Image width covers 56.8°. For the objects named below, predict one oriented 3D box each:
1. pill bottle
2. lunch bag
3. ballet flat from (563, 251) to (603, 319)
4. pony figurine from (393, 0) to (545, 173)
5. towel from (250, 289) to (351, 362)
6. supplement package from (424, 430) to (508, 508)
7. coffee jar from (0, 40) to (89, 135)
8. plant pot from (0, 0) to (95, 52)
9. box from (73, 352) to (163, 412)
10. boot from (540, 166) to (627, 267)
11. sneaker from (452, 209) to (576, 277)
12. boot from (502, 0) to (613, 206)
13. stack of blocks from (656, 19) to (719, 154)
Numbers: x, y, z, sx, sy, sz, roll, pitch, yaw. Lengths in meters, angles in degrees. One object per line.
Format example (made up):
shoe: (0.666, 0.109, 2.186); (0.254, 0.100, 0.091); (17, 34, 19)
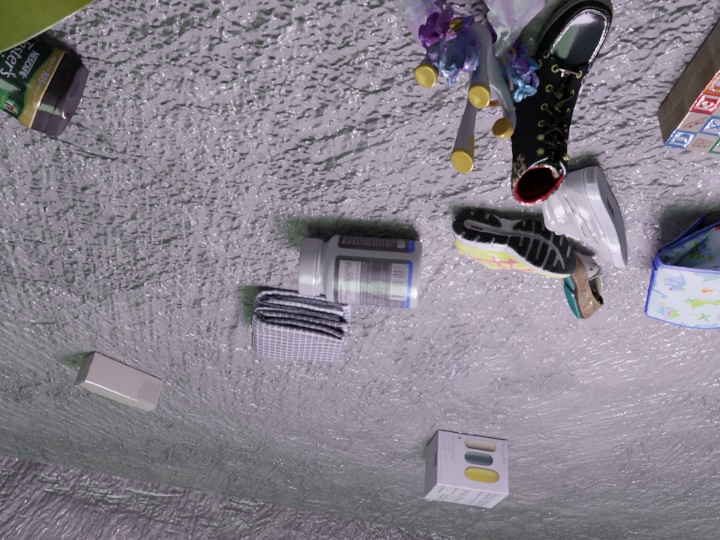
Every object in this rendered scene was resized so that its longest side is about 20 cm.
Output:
pill bottle: (0.000, 0.000, 1.107); (0.198, 0.115, 0.114); (5, 147, 3)
lunch bag: (0.541, 0.008, 1.012); (0.198, 0.128, 0.170); (-12, 144, 9)
ballet flat: (0.369, 0.010, 1.118); (0.065, 0.071, 0.200); (-32, 140, 6)
pony figurine: (0.119, -0.233, 0.698); (0.165, 0.201, 0.194); (-8, 129, 32)
towel: (-0.120, 0.121, 1.337); (0.198, 0.086, 0.166); (9, 147, -3)
supplement package: (0.293, 0.555, 1.856); (0.198, 0.153, 0.151); (10, 146, -4)
coffee jar: (-0.445, -0.252, 0.816); (0.199, 0.105, 0.085); (25, 145, -27)
plant pot: (-0.334, -0.342, 0.619); (0.186, 0.188, 0.201); (-11, 128, 25)
box: (-0.606, 0.285, 1.675); (0.068, 0.083, 0.200); (-23, 135, 39)
boot: (0.331, -0.073, 0.991); (0.095, 0.074, 0.200); (-9, 136, 33)
sneaker: (0.238, -0.033, 1.048); (0.199, 0.079, 0.090); (21, 154, 10)
boot: (0.224, -0.185, 0.750); (0.073, 0.155, 0.204); (13, 147, -10)
stack of blocks: (0.439, -0.220, 0.745); (0.114, 0.059, 0.201); (9, 147, -4)
